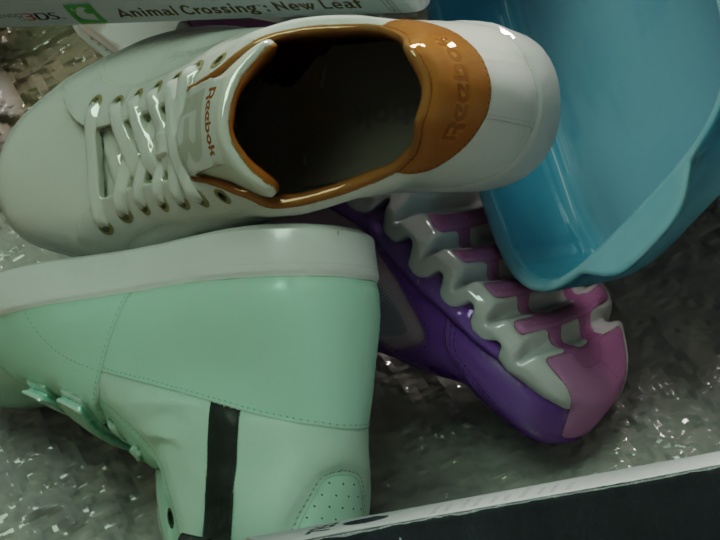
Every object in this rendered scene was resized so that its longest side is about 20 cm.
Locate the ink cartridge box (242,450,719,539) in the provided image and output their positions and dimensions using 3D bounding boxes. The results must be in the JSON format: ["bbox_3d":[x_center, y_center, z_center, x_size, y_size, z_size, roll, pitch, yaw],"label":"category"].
[{"bbox_3d":[0.042,0.110,0.671,0.200,0.100,0.039,-12,0,11],"label":"ink cartridge box"}]

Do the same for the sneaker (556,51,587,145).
[{"bbox_3d":[0.154,-0.077,0.839,0.200,0.074,0.082,-33,48,-10],"label":"sneaker"}]

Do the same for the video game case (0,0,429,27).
[{"bbox_3d":[-0.032,-0.168,0.812,0.182,0.022,0.200,2,61,33],"label":"video game case"}]

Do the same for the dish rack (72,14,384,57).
[{"bbox_3d":[-0.049,-0.147,0.906,0.043,0.200,0.172,-5,30,-41],"label":"dish rack"}]

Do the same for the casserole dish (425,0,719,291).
[{"bbox_3d":[0.076,-0.082,0.779,0.039,0.121,0.200,11,47,-31],"label":"casserole dish"}]

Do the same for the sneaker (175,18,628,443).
[{"bbox_3d":[0.000,0.000,0.822,0.200,0.080,0.089,40,112,25],"label":"sneaker"}]

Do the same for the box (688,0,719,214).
[{"bbox_3d":[0.130,-0.022,0.760,0.039,0.041,0.200,-9,65,11],"label":"box"}]

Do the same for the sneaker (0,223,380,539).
[{"bbox_3d":[-0.071,0.057,0.786,0.200,0.074,0.118,-12,76,49],"label":"sneaker"}]

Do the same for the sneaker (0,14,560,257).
[{"bbox_3d":[-0.045,-0.046,0.754,0.200,0.085,0.073,-11,84,31],"label":"sneaker"}]
